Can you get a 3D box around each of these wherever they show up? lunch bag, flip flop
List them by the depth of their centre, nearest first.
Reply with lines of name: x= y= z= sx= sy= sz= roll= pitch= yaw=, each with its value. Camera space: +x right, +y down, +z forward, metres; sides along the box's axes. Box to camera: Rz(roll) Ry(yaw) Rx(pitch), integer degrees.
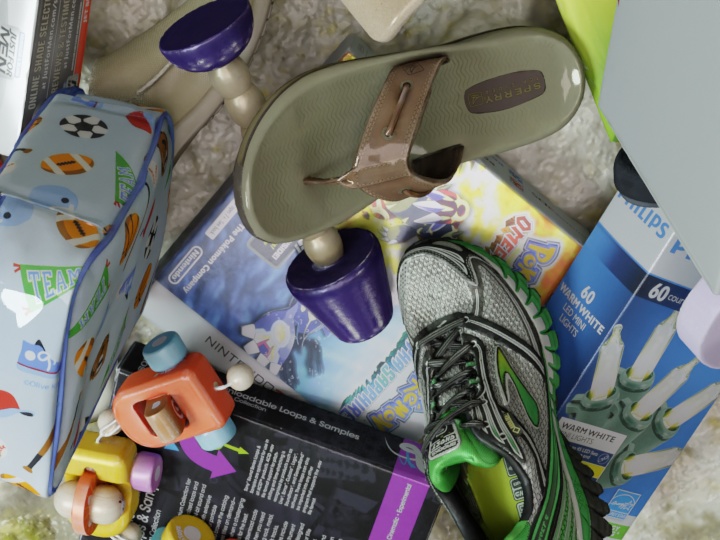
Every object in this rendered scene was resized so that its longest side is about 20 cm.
lunch bag: x=-0.151 y=0.011 z=0.866 sx=0.075 sy=0.200 sz=0.161 roll=16 pitch=122 yaw=2
flip flop: x=0.029 y=-0.069 z=0.875 sx=0.199 sy=0.058 sz=0.081 roll=-18 pitch=114 yaw=-16

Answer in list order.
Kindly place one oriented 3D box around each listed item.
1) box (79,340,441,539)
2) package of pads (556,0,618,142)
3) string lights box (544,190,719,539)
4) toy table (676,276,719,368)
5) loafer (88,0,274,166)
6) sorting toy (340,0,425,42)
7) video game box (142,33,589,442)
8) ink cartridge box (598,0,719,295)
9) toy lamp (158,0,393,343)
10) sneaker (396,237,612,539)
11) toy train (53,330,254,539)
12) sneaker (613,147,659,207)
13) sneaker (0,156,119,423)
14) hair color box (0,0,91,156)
box: x=-0.058 y=0.135 z=1.021 sx=0.199 sy=0.036 sz=0.143 roll=20 pitch=125 yaw=2
package of pads: x=0.167 y=-0.187 z=0.910 sx=0.154 sy=0.068 sz=0.200 roll=-20 pitch=110 yaw=9
string lights box: x=0.147 y=0.055 z=0.981 sx=0.103 sy=0.059 sz=0.200 roll=17 pitch=112 yaw=-33
toy table: x=0.272 y=0.028 z=0.895 sx=0.200 sy=0.117 sz=0.184 roll=-27 pitch=150 yaw=-24
loafer: x=-0.112 y=-0.102 z=0.950 sx=0.068 sy=0.076 sz=0.200 roll=31 pitch=108 yaw=-14
sorting toy: x=0.026 y=-0.240 z=0.843 sx=0.200 sy=0.036 sz=0.185 roll=-46 pitch=68 yaw=21
video game box: x=0.000 y=0.000 z=0.996 sx=0.182 sy=0.047 sz=0.200 roll=38 pitch=107 yaw=-12
ink cartridge box: x=0.236 y=-0.101 z=0.805 sx=0.199 sy=0.145 sz=0.146 roll=-11 pitch=135 yaw=-14
toy lamp: x=-0.038 y=-0.047 z=0.915 sx=0.058 sy=0.058 sz=0.200 roll=-21 pitch=119 yaw=10
sneaker: x=0.066 y=0.071 z=0.917 sx=0.078 sy=0.085 sz=0.200 roll=-33 pitch=68 yaw=30
toy train: x=-0.103 y=0.137 z=0.980 sx=0.150 sy=0.056 sz=0.200 roll=-14 pitch=116 yaw=25
sneaker: x=0.222 y=-0.041 z=0.923 sx=0.199 sy=0.074 sz=0.088 roll=-13 pitch=120 yaw=-24
sneaker: x=-0.207 y=0.013 z=0.984 sx=0.070 sy=0.093 sz=0.200 roll=-24 pitch=106 yaw=11
hair color box: x=-0.246 y=-0.141 z=0.923 sx=0.199 sy=0.064 sz=0.111 roll=18 pitch=110 yaw=16
